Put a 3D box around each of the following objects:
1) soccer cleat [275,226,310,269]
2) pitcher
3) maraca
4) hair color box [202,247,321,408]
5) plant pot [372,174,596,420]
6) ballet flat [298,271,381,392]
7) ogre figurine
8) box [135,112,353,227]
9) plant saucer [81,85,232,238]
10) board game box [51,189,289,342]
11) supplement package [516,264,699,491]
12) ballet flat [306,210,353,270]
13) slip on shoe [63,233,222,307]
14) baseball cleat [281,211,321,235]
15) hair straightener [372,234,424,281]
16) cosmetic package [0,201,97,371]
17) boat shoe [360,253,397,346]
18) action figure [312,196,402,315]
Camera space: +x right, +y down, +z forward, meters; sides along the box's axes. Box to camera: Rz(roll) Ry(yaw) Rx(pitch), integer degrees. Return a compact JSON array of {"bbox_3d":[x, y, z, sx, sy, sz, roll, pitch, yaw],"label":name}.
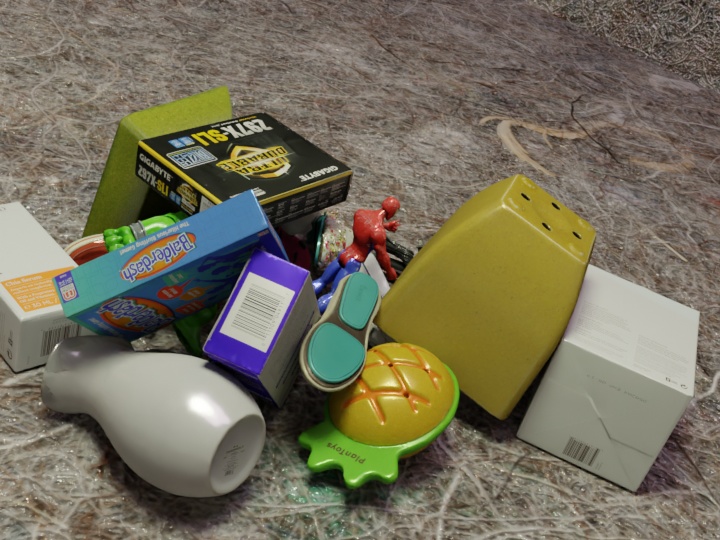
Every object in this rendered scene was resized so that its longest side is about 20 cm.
[{"bbox_3d":[-0.159,-0.032,1.193,0.199,0.070,0.086,15,-14,-37],"label":"soccer cleat"},{"bbox_3d":[-0.177,0.128,0.897,0.199,0.122,0.171,22,18,28],"label":"pitcher"},{"bbox_3d":[0.022,0.149,0.971,0.137,0.107,0.200,15,40,29],"label":"maraca"},{"bbox_3d":[-0.092,0.064,0.933,0.065,0.200,0.110,23,75,9],"label":"hair color box"},{"bbox_3d":[0.163,0.008,1.081,0.194,0.200,0.196,37,30,3],"label":"plant pot"},{"bbox_3d":[-0.025,0.076,0.980,0.069,0.070,0.200,23,34,6],"label":"ballet flat"},{"bbox_3d":[-0.176,0.011,1.027,0.120,0.098,0.200,-40,70,-22],"label":"ogre figurine"},{"bbox_3d":[-0.132,-0.113,1.072,0.159,0.049,0.200,35,37,28],"label":"box"},{"bbox_3d":[-0.241,-0.120,1.166,0.048,0.200,0.200,38,35,12],"label":"plant saucer"},{"bbox_3d":[-0.174,0.003,0.907,0.199,0.152,0.045,-24,75,-1],"label":"board game box"},{"bbox_3d":[0.300,0.122,1.116,0.151,0.151,0.200,24,31,10],"label":"supplement package"},{"bbox_3d":[-0.033,-0.041,1.218,0.064,0.076,0.200,8,11,-8],"label":"ballet flat"},{"bbox_3d":[-0.248,0.005,1.086,0.199,0.074,0.061,12,34,-20],"label":"slip on shoe"},{"bbox_3d":[-0.095,-0.112,1.223,0.107,0.070,0.200,52,4,-18],"label":"baseball cleat"},{"bbox_3d":[0.069,-0.013,1.276,0.200,0.077,0.041,31,29,20],"label":"hair straightener"},{"bbox_3d":[-0.370,0.012,1.005,0.101,0.071,0.200,-17,45,-44],"label":"cosmetic package"},{"bbox_3d":[0.017,0.064,1.149,0.065,0.074,0.200,-18,44,-7],"label":"boat shoe"},{"bbox_3d":[0.000,0.000,1.120,0.099,0.200,0.065,17,25,-45],"label":"action figure"}]
